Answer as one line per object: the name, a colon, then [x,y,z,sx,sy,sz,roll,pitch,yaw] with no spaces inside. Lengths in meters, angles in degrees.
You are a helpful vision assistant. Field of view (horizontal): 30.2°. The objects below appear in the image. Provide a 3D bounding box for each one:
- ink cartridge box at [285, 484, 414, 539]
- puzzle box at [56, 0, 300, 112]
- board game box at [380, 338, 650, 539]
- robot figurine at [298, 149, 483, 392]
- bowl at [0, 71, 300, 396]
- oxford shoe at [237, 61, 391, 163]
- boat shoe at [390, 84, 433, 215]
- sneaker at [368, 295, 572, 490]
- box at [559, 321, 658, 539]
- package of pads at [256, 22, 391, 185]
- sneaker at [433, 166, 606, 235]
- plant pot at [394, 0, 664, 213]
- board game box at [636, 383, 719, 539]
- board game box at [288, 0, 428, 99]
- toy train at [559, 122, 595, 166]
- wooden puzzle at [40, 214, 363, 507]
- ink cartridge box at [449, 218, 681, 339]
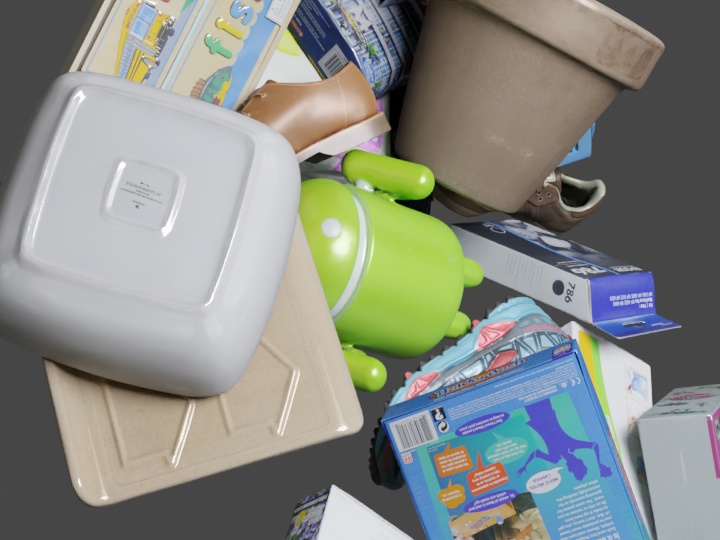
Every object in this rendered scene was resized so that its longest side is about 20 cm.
ink cartridge box: [-0.018,0.262,0.910,0.109,0.050,0.202,38,47,-22]
puzzle box: [-0.135,-0.160,0.969,0.132,0.025,0.202,26,93,-28]
board game box: [0.120,0.171,0.961,0.045,0.150,0.203,-42,112,-77]
robot figurine: [0.000,0.000,1.028,0.198,0.115,0.178,18,86,-35]
bowl: [-0.141,-0.034,0.870,0.197,0.075,0.202,17,67,-5]
oxford shoe: [-0.075,-0.097,0.979,0.198,0.071,0.072,-27,98,-26]
boat shoe: [0.035,-0.093,1.157,0.074,0.062,0.203,19,56,-36]
sneaker: [0.092,0.103,1.026,0.200,0.080,0.095,-41,57,-19]
box: [0.170,0.165,1.096,0.101,0.112,0.202,27,52,-31]
package of pads: [-0.066,-0.163,1.096,0.198,0.068,0.157,21,54,-30]
sneaker: [0.145,-0.088,1.247,0.198,0.075,0.071,12,59,-39]
plant pot: [0.115,-0.146,1.055,0.198,0.176,0.200,25,11,-5]
board game box: [0.289,0.180,1.117,0.200,0.063,0.150,-8,89,-69]
board game box: [0.006,-0.258,1.121,0.199,0.061,0.201,-35,90,-45]
toy train: [0.134,-0.176,1.201,0.087,0.113,0.202,74,0,-60]
wooden puzzle: [-0.115,0.051,0.907,0.197,0.046,0.188,-13,69,-16]
ink cartridge box: [0.175,0.003,1.153,0.099,0.199,0.040,-5,114,-45]
